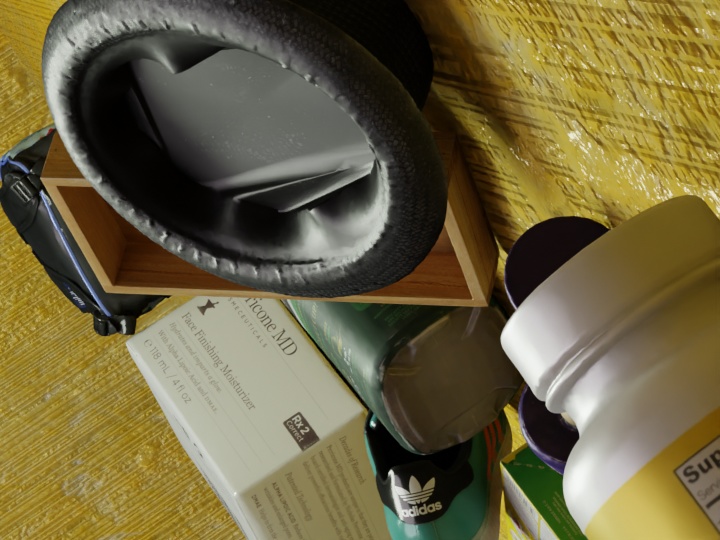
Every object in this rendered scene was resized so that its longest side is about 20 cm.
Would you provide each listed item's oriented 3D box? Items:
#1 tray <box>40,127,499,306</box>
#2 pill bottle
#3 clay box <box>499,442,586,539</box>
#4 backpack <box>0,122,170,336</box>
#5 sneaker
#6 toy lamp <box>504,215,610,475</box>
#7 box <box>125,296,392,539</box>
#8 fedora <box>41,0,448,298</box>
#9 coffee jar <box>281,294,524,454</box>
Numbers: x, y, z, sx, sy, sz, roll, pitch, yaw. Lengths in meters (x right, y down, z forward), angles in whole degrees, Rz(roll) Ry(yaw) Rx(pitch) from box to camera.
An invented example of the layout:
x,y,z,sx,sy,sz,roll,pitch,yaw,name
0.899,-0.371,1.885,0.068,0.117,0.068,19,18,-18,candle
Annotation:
x,y,z,sx,sy,sz,roll,pitch,yaw,name
-0.042,-0.027,1.333,0.099,0.200,0.037,66,-150,-52,tray
0.134,0.078,0.880,0.200,0.111,0.111,55,172,16,pill bottle
0.128,0.165,1.512,0.115,0.048,0.200,53,172,20,clay box
-0.218,-0.051,2.396,0.183,0.147,0.200,60,167,-9,backpack
0.042,0.086,1.540,0.200,0.071,0.080,-91,-16,-62,sneaker
0.092,0.040,1.195,0.058,0.058,0.200,53,169,24,toy lamp
-0.073,0.138,2.344,0.199,0.131,0.200,51,170,37,box
-0.038,-0.079,1.225,0.200,0.092,0.201,22,142,18,fedora
0.000,0.000,1.484,0.200,0.085,0.104,49,171,40,coffee jar
